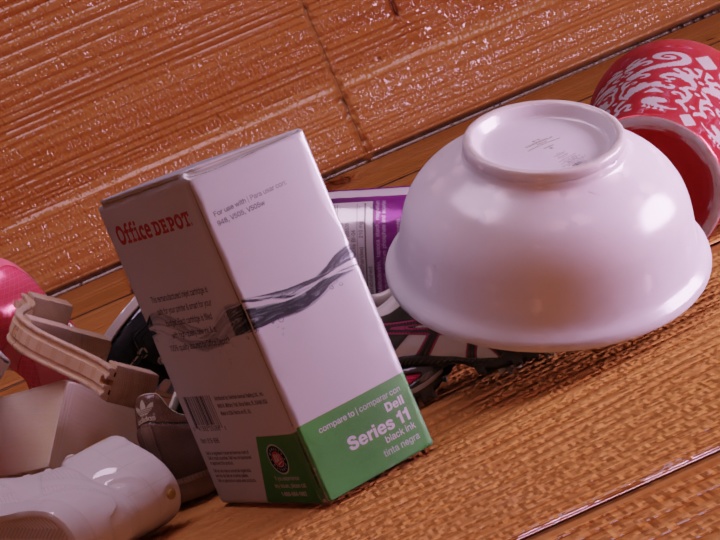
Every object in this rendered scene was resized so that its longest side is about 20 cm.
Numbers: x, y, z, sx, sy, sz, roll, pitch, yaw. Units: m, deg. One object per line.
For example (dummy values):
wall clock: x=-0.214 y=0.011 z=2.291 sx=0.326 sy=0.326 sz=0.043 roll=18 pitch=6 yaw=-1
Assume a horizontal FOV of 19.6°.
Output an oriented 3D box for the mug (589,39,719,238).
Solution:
mug: x=0.236 y=-0.092 z=1.510 sx=0.177 sy=0.134 sz=0.200 roll=-22 pitch=10 yaw=20

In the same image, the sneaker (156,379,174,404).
sneaker: x=-0.150 y=0.031 z=1.655 sx=0.072 sy=0.072 sz=0.200 roll=-57 pitch=12 yaw=35

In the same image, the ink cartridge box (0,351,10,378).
ink cartridge box: x=-0.307 y=0.136 z=1.422 sx=0.200 sy=0.045 sz=0.176 roll=-58 pitch=33 yaw=2

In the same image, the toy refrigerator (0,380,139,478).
toy refrigerator: x=-0.237 y=0.134 z=1.446 sx=0.076 sy=0.070 sz=0.200 roll=28 pitch=-29 yaw=-36

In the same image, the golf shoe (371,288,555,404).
golf shoe: x=0.071 y=0.024 z=1.318 sx=0.200 sy=0.088 sz=0.077 roll=-20 pitch=6 yaw=13

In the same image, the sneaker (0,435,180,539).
sneaker: x=-0.201 y=0.151 z=1.295 sx=0.200 sy=0.074 sz=0.116 roll=0 pitch=18 yaw=40

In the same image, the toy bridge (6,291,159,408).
toy bridge: x=-0.203 y=0.049 z=1.414 sx=0.067 sy=0.027 sz=0.200 roll=16 pitch=6 yaw=-30

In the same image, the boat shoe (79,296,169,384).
boat shoe: x=-0.131 y=0.038 z=1.482 sx=0.200 sy=0.060 sz=0.076 roll=-58 pitch=-15 yaw=-6

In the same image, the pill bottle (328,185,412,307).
pill bottle: x=0.000 y=0.000 z=1.414 sx=0.200 sy=0.112 sz=0.112 roll=-4 pitch=9 yaw=5

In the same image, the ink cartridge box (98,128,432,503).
ink cartridge box: x=-0.059 y=0.029 z=1.215 sx=0.083 sy=0.200 sz=0.147 roll=-26 pitch=8 yaw=-27

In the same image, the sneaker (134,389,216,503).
sneaker: x=-0.076 y=0.083 z=1.379 sx=0.070 sy=0.076 sz=0.200 roll=-19 pitch=8 yaw=31

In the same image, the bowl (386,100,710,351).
bowl: x=0.111 y=-0.042 z=1.261 sx=0.201 sy=0.090 sz=0.201 roll=-4 pitch=31 yaw=3

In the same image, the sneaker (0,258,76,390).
sneaker: x=-0.218 y=0.063 z=1.546 sx=0.087 sy=0.200 sz=0.074 roll=-3 pitch=41 yaw=40
